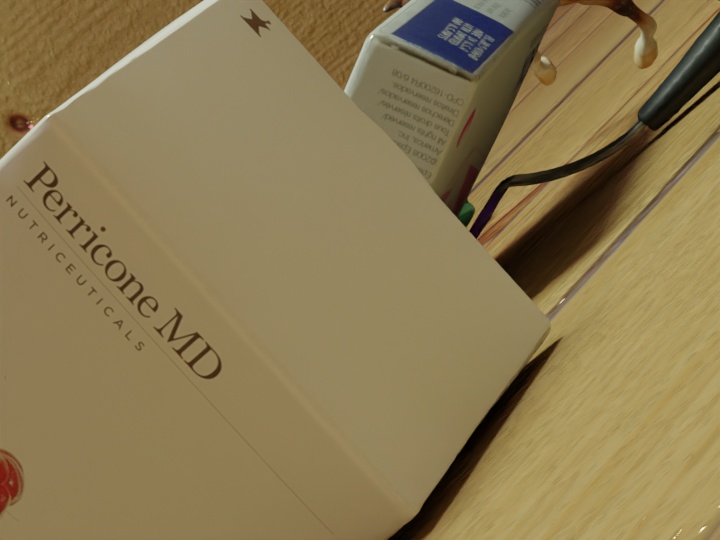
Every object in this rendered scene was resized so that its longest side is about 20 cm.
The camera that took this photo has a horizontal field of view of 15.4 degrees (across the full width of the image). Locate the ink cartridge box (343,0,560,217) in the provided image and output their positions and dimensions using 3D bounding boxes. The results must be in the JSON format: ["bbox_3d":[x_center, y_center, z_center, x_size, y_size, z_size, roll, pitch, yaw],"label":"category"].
[{"bbox_3d":[0.000,0.000,0.881,0.196,0.043,0.200,-52,-14,-71],"label":"ink cartridge box"}]

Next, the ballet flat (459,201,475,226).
[{"bbox_3d":[-0.022,0.001,1.089,0.200,0.071,0.069,-46,-10,-49],"label":"ballet flat"}]

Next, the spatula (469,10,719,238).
[{"bbox_3d":[0.081,-0.045,0.900,0.200,0.021,0.057,-41,4,18],"label":"spatula"}]

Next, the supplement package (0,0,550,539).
[{"bbox_3d":[-0.074,0.046,0.655,0.200,0.121,0.120,-41,3,28],"label":"supplement package"}]

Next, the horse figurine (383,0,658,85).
[{"bbox_3d":[0.110,-0.135,1.000,0.200,0.050,0.133,-34,-33,9],"label":"horse figurine"}]
